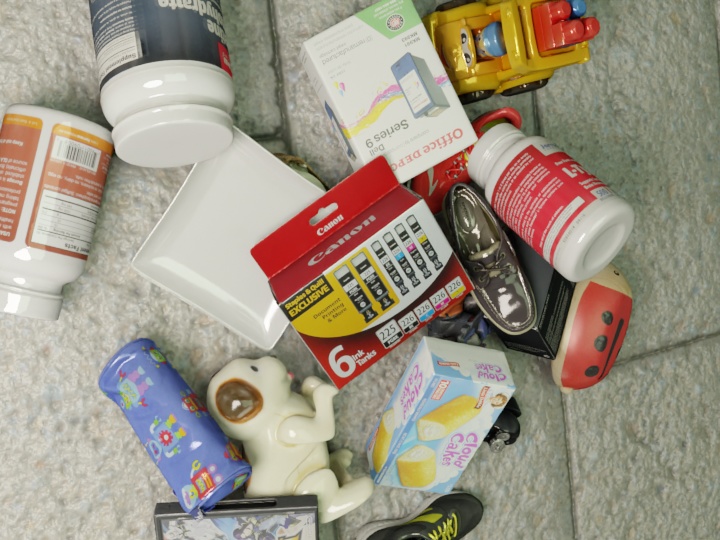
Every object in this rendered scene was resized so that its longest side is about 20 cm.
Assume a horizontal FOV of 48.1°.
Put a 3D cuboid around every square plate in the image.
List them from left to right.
[{"bbox_3d":[-0.133,-0.036,0.939,0.196,0.028,0.202,33,97,-18],"label":"square plate"}]

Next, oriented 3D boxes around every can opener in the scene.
[{"bbox_3d":[0.137,0.204,1.105,0.196,0.079,0.064,10,127,-23],"label":"can opener"}]

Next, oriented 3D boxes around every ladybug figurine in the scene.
[{"bbox_3d":[0.338,0.085,1.165,0.135,0.071,0.204,20,88,-50],"label":"ladybug figurine"}]

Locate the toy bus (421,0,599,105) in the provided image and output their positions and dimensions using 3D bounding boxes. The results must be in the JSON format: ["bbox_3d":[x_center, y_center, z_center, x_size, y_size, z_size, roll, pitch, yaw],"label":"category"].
[{"bbox_3d":[0.203,-0.299,1.039,0.197,0.191,0.139,-16,100,-23],"label":"toy bus"}]

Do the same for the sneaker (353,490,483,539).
[{"bbox_3d":[0.089,0.355,1.063,0.197,0.084,0.076,-16,100,-25],"label":"sneaker"}]

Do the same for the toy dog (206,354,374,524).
[{"bbox_3d":[-0.104,0.193,0.949,0.191,0.140,0.203,-28,103,-3],"label":"toy dog"}]

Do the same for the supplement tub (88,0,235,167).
[{"bbox_3d":[-0.206,-0.225,0.842,0.138,0.140,0.204,-6,79,-26],"label":"supplement tub"}]

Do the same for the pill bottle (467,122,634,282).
[{"bbox_3d":[0.224,-0.090,0.982,0.111,0.200,0.113,-28,145,-22],"label":"pill bottle"}]

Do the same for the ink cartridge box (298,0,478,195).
[{"bbox_3d":[0.032,-0.210,0.982,0.143,0.087,0.203,-27,97,-6],"label":"ink cartridge box"}]

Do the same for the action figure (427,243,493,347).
[{"bbox_3d":[0.131,0.041,1.089,0.199,0.103,0.198,-27,112,-53],"label":"action figure"}]

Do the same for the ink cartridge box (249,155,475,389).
[{"bbox_3d":[0.000,0.000,0.922,0.199,0.084,0.177,-36,114,-3],"label":"ink cartridge box"}]

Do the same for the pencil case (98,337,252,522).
[{"bbox_3d":[-0.202,0.170,0.868,0.087,0.078,0.200,-45,74,14],"label":"pencil case"}]

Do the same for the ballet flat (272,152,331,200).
[{"bbox_3d":[-0.042,-0.069,0.993,0.199,0.065,0.071,38,72,-23],"label":"ballet flat"}]

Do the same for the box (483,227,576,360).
[{"bbox_3d":[0.242,-0.002,1.086,0.141,0.077,0.204,47,59,-60],"label":"box"}]

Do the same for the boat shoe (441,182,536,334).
[{"bbox_3d":[0.154,-0.016,0.988,0.071,0.065,0.203,-24,79,9],"label":"boat shoe"}]

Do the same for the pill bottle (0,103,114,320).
[{"bbox_3d":[-0.328,-0.057,0.826,0.110,0.112,0.204,15,86,-26],"label":"pill bottle"}]

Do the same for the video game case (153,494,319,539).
[{"bbox_3d":[-0.134,0.346,0.914,0.176,0.026,0.204,-2,114,-4],"label":"video game case"}]

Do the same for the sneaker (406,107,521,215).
[{"bbox_3d":[0.138,-0.153,1.066,0.077,0.085,0.200,47,70,-10],"label":"sneaker"}]

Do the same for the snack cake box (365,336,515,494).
[{"bbox_3d":[0.095,0.184,1.006,0.113,0.068,0.202,12,124,-18],"label":"snack cake box"}]
